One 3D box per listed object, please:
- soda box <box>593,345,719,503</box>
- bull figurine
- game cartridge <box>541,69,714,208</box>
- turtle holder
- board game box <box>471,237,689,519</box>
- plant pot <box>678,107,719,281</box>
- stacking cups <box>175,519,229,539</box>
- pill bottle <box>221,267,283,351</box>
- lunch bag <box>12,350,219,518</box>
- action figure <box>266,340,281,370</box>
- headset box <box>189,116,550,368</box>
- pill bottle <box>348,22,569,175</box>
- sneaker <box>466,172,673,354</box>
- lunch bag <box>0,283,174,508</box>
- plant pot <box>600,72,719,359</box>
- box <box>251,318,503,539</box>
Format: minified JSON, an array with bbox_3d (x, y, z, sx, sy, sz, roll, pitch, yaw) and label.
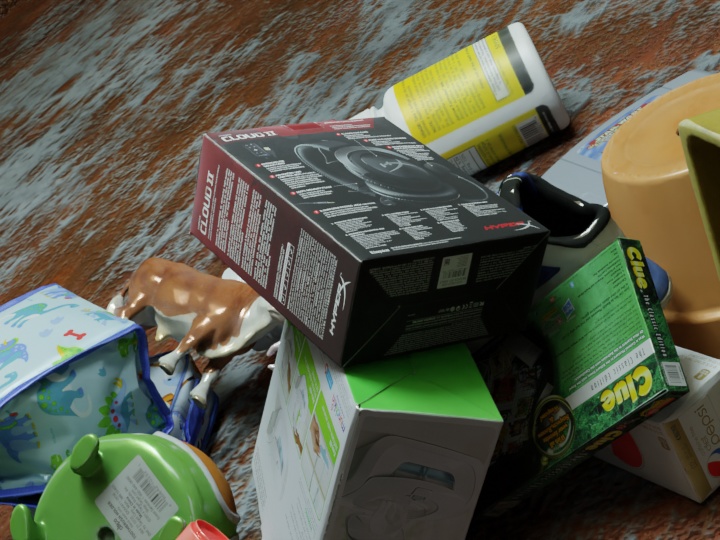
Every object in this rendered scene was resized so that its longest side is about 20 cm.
[{"bbox_3d":[0.170,0.083,1.032,0.064,0.068,0.200,-38,25,-18],"label":"soda box"},{"bbox_3d":[-0.136,0.044,1.318,0.200,0.065,0.122,14,55,43],"label":"bull figurine"},{"bbox_3d":[0.253,-0.107,1.353,0.200,0.042,0.133,-36,28,-11],"label":"game cartridge"},{"bbox_3d":[-0.162,0.206,1.123,0.140,0.186,0.132,17,4,25],"label":"turtle holder"},{"bbox_3d":[0.123,0.074,0.994,0.200,0.023,0.105,-43,49,45],"label":"board game box"},{"bbox_3d":[0.338,-0.021,0.906,0.199,0.195,0.196,-25,22,-9],"label":"plant pot"},{"bbox_3d":[-0.159,0.248,1.018,0.200,0.060,0.061,-53,24,4],"label":"stacking cups"},{"bbox_3d":[-0.017,-0.001,1.366,0.199,0.112,0.112,-23,25,18],"label":"pill bottle"},{"bbox_3d":[-0.201,0.155,1.326,0.160,0.076,0.200,-19,26,15],"label":"lunch bag"},{"bbox_3d":[0.000,0.000,1.159,0.148,0.135,0.200,-2,7,-1],"label":"action figure"},{"bbox_3d":[-0.004,-0.029,0.990,0.148,0.078,0.200,-9,32,-36],"label":"headset box"},{"bbox_3d":[0.093,-0.149,1.523,0.199,0.115,0.114,-26,24,9],"label":"pill bottle"},{"bbox_3d":[0.101,-0.007,1.059,0.199,0.115,0.081,-15,30,33],"label":"sneaker"},{"bbox_3d":[-0.277,0.112,1.242,0.200,0.128,0.170,-26,24,-29],"label":"lunch bag"},{"bbox_3d":[0.259,-0.047,1.098,0.199,0.140,0.200,-26,23,12],"label":"plant pot"},{"bbox_3d":[-0.001,0.112,0.999,0.096,0.177,0.200,6,25,-16],"label":"box"}]
